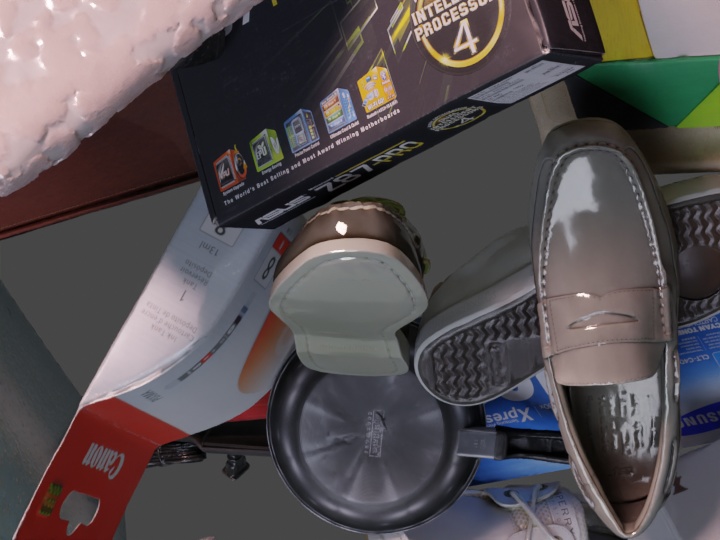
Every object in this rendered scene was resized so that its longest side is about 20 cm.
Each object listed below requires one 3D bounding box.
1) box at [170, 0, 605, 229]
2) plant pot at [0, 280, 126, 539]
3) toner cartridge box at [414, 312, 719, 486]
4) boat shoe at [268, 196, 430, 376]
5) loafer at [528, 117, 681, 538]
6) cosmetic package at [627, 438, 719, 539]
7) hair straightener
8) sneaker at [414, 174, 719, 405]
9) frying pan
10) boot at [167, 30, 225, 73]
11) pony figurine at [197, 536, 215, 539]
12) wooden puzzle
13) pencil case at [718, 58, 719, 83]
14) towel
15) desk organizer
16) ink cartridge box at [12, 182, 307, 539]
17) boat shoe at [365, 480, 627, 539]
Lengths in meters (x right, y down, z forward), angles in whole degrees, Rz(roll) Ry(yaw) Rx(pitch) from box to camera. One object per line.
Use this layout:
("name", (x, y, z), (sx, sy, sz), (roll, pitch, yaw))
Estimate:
("box", (-0.003, -0.127, 1.003), (0.200, 0.162, 0.049), (-25, 163, 38))
("plant pot", (-0.237, 0.137, 1.212), (0.195, 0.200, 0.197), (-28, 125, 2))
("toner cartridge box", (0.121, 0.053, 1.204), (0.199, 0.043, 0.095), (-14, 128, 31))
("boat shoe", (-0.003, 0.000, 1.075), (0.072, 0.061, 0.202), (4, 164, 2))
("loafer", (0.116, 0.029, 1.060), (0.070, 0.070, 0.201), (-9, 115, 8))
("cosmetic package", (0.196, 0.160, 1.204), (0.101, 0.071, 0.200), (-20, 149, -10))
("hair straightener", (-0.098, 0.102, 1.338), (0.199, 0.041, 0.077), (-10, 128, 29))
("sneaker", (0.115, -0.009, 1.131), (0.199, 0.085, 0.073), (-22, 119, 16))
("frying pan", (0.040, 0.098, 1.185), (0.190, 0.031, 0.115), (29, 98, 3))
("boot", (-0.165, -0.132, 1.017), (0.200, 0.131, 0.070), (35, 138, 37))
("pony figurine", (-0.171, 0.227, 1.433), (0.199, 0.167, 0.193), (23, 169, -7))
("wooden puzzle", (0.146, -0.121, 1.026), (0.184, 0.037, 0.200), (-2, 132, 23))
("pencil case", (0.248, -0.061, 0.991), (0.200, 0.094, 0.091), (33, 158, -34))
("towel", (-0.130, -0.154, 0.952), (0.191, 0.200, 0.032), (45, 163, 14))
("desk organizer", (-0.146, -0.077, 1.158), (0.199, 0.072, 0.077), (-14, 124, 32))
("ink cartridge box", (-0.084, 0.058, 1.135), (0.050, 0.201, 0.162), (24, 174, 13))
("boat shoe", (0.096, 0.142, 1.253), (0.199, 0.071, 0.069), (10, 140, -34))
